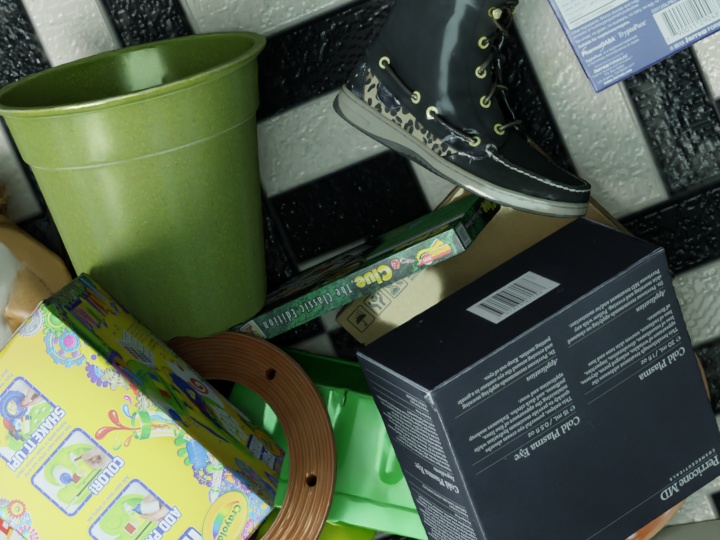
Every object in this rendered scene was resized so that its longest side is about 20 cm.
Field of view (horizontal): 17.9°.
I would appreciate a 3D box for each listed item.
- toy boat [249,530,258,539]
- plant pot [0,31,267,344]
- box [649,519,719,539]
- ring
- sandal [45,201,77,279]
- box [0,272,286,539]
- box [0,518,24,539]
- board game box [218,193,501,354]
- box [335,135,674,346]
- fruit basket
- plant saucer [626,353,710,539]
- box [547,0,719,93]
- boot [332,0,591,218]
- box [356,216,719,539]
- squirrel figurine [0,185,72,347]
[{"bbox_3d":[-0.167,0.209,1.739,0.199,0.131,0.131,5,61,-11],"label":"toy boat"},{"bbox_3d":[-0.144,-0.052,1.621,0.199,0.200,0.191,-10,105,10],"label":"plant pot"},{"bbox_3d":[0.223,0.241,1.711,0.199,0.068,0.082,-11,103,11],"label":"box"},{"bbox_3d":[-0.105,0.142,1.622,0.200,0.019,0.201,-5,79,25],"label":"ring"},{"bbox_3d":[-0.204,-0.011,1.711,0.081,0.055,0.201,-12,89,-22],"label":"sandal"},{"bbox_3d":[-0.159,0.116,1.490,0.193,0.200,0.122,42,94,-3],"label":"box"},{"bbox_3d":[-0.215,0.174,1.637,0.110,0.035,0.200,33,95,27],"label":"box"},{"bbox_3d":[0.000,0.000,1.643,0.200,0.105,0.024,-24,97,25],"label":"board game box"},{"bbox_3d":[0.106,0.020,1.694,0.163,0.021,0.200,42,106,-4],"label":"box"},{"bbox_3d":[-0.019,0.174,1.676,0.215,0.156,0.216,2,100,12],"label":"fruit basket"},{"bbox_3d":[0.163,0.118,1.667,0.200,0.032,0.201,-6,105,-23],"label":"plant saucer"},{"bbox_3d":[0.173,-0.241,1.611,0.121,0.032,0.200,-26,101,13],"label":"box"},{"bbox_3d":[0.092,-0.138,1.614,0.203,0.073,0.154,28,106,19],"label":"boot"},{"bbox_3d":[0.127,0.096,1.558,0.200,0.104,0.183,-30,115,-20],"label":"box"},{"bbox_3d":[-0.299,0.039,1.696,0.141,0.200,0.187,-5,139,-20],"label":"squirrel figurine"}]
